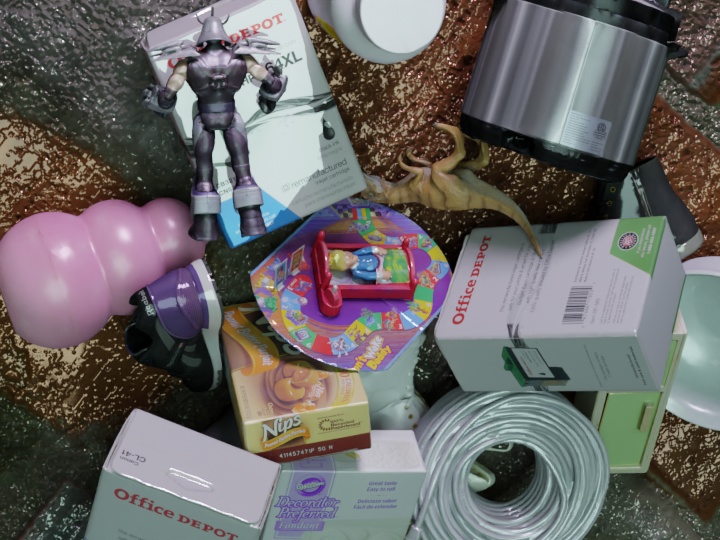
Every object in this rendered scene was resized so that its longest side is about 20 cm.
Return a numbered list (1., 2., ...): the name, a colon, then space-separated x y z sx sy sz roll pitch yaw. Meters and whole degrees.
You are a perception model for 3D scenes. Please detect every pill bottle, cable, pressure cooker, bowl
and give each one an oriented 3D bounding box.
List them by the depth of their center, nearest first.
1. pill bottle: 0.016 -0.240 1.364 0.103 0.200 0.106 -3 106 -10
2. pressure cooker: 0.197 -0.196 1.421 0.175 0.177 0.202 3 106 -55
3. cable: 0.141 0.202 1.509 0.197 0.069 0.203 6 104 -10
4. bowl: 0.367 0.058 1.554 0.199 0.091 0.203 18 133 20

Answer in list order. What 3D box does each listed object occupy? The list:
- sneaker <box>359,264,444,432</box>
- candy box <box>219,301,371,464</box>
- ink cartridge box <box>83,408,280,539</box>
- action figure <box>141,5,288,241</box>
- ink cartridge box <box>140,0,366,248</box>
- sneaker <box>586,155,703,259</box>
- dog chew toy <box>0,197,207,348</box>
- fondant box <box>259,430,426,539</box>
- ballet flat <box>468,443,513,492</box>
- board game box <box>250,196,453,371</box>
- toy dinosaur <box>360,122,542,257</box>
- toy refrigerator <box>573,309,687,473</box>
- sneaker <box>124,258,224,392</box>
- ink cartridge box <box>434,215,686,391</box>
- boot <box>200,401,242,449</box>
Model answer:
1. sneaker: 0.040 0.094 1.533 0.115 0.074 0.200 38 105 -20
2. candy box: -0.065 0.097 1.438 0.114 0.201 0.056 -8 120 -9
3. ink cartridge box: -0.167 0.239 1.367 0.146 0.086 0.201 21 126 -2
4. action figure: -0.126 -0.129 1.350 0.128 0.069 0.203 -3 103 -1
5. ink cartridge box: -0.099 -0.146 1.427 0.145 0.084 0.202 -24 109 -4
6. sneaker: 0.233 -0.027 1.543 0.199 0.075 0.107 -31 98 -4
7. dog chew toy: -0.234 -0.008 1.425 0.198 0.124 0.126 -20 108 -14
8. fondant box: -0.032 0.242 1.480 0.142 0.059 0.202 2 127 -18
9. ballet flat: 0.115 0.173 1.563 0.075 0.068 0.202 23 98 8
10. board game box: 0.000 0.000 1.435 0.157 0.039 0.200 36 53 13
11. toy dinosaur: 0.097 -0.081 1.484 0.198 0.060 0.108 11 90 22
12. toy refrigerator: 0.262 0.115 1.534 0.075 0.070 0.202 0 131 -6
13. sneaker: -0.178 0.059 1.428 0.087 0.076 0.201 -19 153 -15
14. ink cartridge box: 0.186 0.033 1.433 0.198 0.147 0.085 -3 136 30
15. boot: -0.134 0.191 1.470 0.199 0.132 0.070 -32 108 12
